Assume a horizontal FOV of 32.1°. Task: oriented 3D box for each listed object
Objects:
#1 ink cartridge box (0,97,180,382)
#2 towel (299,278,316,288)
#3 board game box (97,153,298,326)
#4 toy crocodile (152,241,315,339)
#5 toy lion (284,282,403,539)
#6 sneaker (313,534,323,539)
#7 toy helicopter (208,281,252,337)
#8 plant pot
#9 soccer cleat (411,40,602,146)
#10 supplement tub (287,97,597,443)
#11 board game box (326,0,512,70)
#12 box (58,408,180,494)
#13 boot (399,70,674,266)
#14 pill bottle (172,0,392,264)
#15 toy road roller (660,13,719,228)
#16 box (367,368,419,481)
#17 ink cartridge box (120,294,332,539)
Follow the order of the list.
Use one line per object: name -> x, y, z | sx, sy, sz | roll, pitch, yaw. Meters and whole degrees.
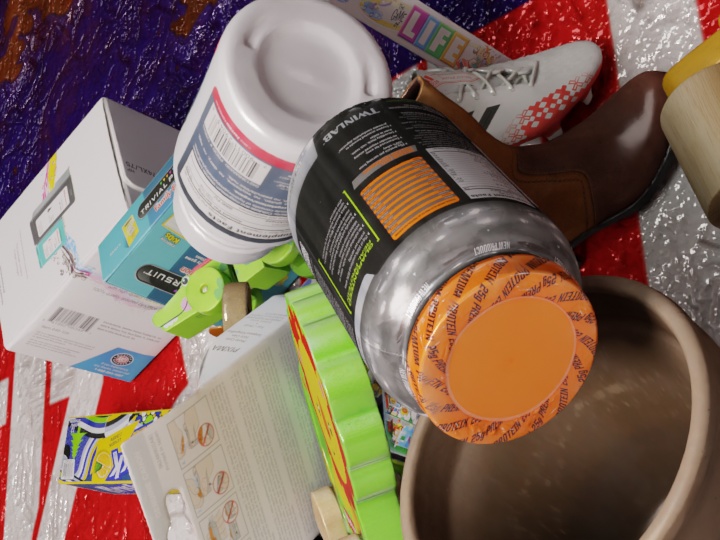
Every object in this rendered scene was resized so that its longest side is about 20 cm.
ink cartridge box -> -0.227, -0.024, 1.171 | 0.200, 0.146, 0.147 | -42, 49, 26
towel -> 0.000, 0.000, 0.982 | 0.200, 0.024, 0.148 | -48, 24, 24
board game box -> -0.101, -0.046, 1.042 | 0.200, 0.150, 0.047 | -45, 42, 24
toy crocodile -> -0.086, -0.006, 1.012 | 0.199, 0.067, 0.062 | -34, 64, 21
toy lion -> -0.009, 0.102, 0.800 | 0.200, 0.068, 0.195 | -163, 55, -80
sneaker -> 0.018, 0.237, 0.890 | 0.198, 0.073, 0.082 | 1, 91, 51
toy helicopter -> -0.087, 0.079, 0.986 | 0.202, 0.077, 0.134 | 89, -178, -45
plant pot -> 0.147, 0.131, 0.690 | 0.199, 0.174, 0.202 | -31, 40, 30
soccer cleat -> 0.079, -0.118, 0.896 | 0.198, 0.086, 0.069 | -29, 33, 10
supplement tub -> 0.040, -0.003, 0.675 | 0.123, 0.121, 0.200 | -56, 32, 15
board game box -> 0.019, -0.199, 0.940 | 0.035, 0.199, 0.134 | -57, 45, 11
box -> -0.184, 0.163, 1.113 | 0.198, 0.070, 0.065 | -9, 68, 44
boot -> 0.098, -0.083, 0.814 | 0.189, 0.198, 0.069 | -47, 42, 23
pill bottle -> -0.065, -0.086, 0.864 | 0.200, 0.118, 0.121 | 132, 139, -59
toy road roller -> 0.248, -0.124, 0.715 | 0.199, 0.145, 0.124 | -40, 50, 28
box -> 0.058, 0.104, 0.910 | 0.200, 0.034, 0.111 | 39, 104, 46
ink cartridge box -> -0.084, 0.134, 0.872 | 0.047, 0.199, 0.162 | 4, 118, 40
